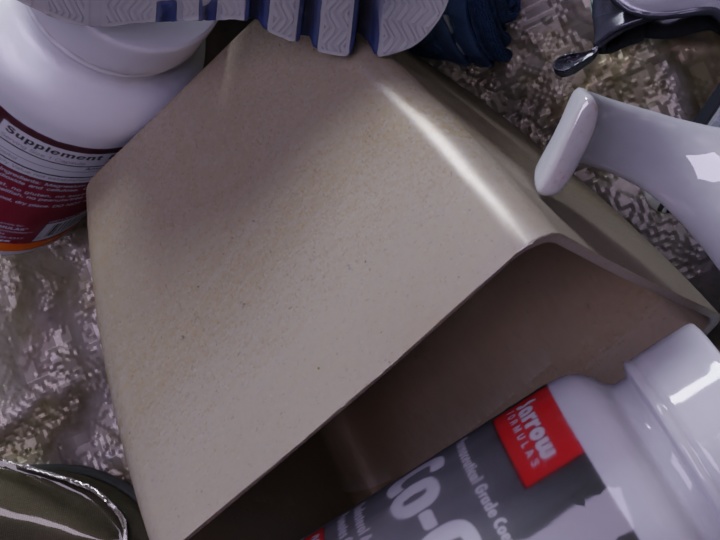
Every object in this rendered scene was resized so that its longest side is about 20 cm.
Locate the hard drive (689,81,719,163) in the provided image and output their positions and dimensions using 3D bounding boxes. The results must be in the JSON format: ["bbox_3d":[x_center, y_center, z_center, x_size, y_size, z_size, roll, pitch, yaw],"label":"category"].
[{"bbox_3d":[0.249,-0.053,0.641,0.199,0.033,0.140,30,113,-4],"label":"hard drive"}]

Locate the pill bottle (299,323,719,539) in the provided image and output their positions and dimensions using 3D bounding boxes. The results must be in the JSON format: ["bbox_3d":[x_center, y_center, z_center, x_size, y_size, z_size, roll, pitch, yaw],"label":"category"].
[{"bbox_3d":[0.071,0.112,0.638,0.200,0.114,0.114,-33,78,5],"label":"pill bottle"}]

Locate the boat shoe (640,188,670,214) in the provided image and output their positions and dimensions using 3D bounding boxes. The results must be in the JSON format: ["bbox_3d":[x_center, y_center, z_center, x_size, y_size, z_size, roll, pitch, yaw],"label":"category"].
[{"bbox_3d":[0.218,-0.056,0.695,0.199,0.071,0.064,-22,80,14],"label":"boat shoe"}]

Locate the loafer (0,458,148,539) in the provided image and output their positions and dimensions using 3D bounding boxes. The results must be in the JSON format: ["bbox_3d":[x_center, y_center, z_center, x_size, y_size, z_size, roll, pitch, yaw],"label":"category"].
[{"bbox_3d":[-0.195,0.129,0.822,0.199,0.070,0.076,8,90,18],"label":"loafer"}]

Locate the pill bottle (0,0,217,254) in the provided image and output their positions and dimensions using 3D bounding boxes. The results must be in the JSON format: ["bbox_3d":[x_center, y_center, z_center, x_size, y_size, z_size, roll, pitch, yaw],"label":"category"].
[{"bbox_3d":[-0.140,-0.092,0.744,0.200,0.113,0.113,-36,74,53],"label":"pill bottle"}]

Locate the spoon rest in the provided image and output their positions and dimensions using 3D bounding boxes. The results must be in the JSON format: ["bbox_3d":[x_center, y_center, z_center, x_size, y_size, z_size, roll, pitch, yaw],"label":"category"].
[{"bbox_3d":[0.158,-0.021,0.627,0.199,0.061,0.100,22,110,-14],"label":"spoon rest"}]

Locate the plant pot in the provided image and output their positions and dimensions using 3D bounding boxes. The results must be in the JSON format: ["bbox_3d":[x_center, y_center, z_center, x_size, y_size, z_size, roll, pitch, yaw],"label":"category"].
[{"bbox_3d":[0.000,0.000,0.703,0.200,0.200,0.177,-41,63,17],"label":"plant pot"}]

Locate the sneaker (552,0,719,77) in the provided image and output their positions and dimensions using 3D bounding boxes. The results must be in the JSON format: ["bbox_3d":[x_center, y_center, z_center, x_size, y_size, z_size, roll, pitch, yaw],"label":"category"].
[{"bbox_3d":[0.109,-0.156,0.731,0.199,0.078,0.140,28,96,17],"label":"sneaker"}]

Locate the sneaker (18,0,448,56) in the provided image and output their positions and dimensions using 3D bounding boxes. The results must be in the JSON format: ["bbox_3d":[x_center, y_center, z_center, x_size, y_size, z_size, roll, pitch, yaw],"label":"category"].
[{"bbox_3d":[-0.059,-0.150,0.644,0.198,0.115,0.081,12,128,-3],"label":"sneaker"}]

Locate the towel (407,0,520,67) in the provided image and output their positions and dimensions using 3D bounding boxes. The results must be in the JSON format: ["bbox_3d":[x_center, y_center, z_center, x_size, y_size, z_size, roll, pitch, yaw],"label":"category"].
[{"bbox_3d":[-0.028,-0.144,0.755,0.199,0.112,0.049,17,82,16],"label":"towel"}]
